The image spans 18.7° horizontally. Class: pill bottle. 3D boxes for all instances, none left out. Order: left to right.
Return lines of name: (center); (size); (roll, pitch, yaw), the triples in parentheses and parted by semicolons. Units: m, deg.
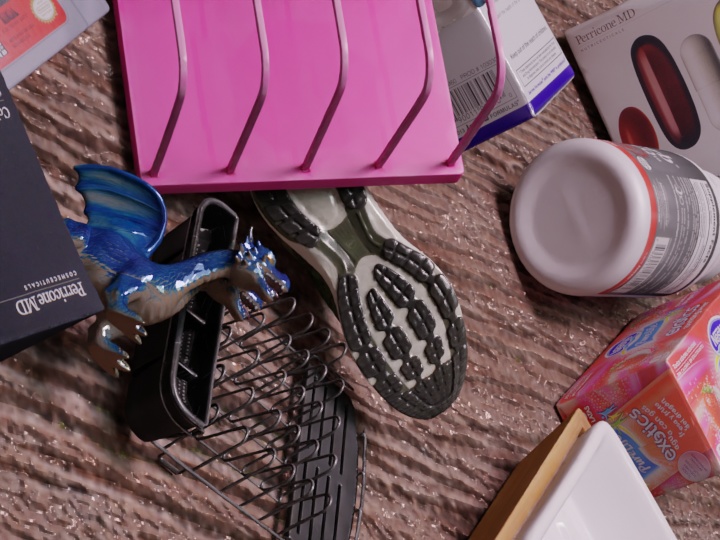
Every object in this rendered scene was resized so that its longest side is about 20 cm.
pill bottle: (0.207, -0.037, 1.667); (0.199, 0.115, 0.117); (3, 67, -57)

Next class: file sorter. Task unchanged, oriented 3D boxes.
file sorter: (-0.030, -0.137, 1.262); (0.198, 0.126, 0.140); (-3, 68, -17)

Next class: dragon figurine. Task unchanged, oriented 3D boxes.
dragon figurine: (-0.137, -0.013, 1.139); (0.199, 0.059, 0.100); (29, 46, 0)

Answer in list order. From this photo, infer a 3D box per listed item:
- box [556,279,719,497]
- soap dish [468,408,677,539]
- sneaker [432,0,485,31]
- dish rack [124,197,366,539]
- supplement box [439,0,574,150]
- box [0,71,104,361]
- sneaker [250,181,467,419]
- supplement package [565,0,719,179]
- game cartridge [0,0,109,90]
box: (0.239, 0.089, 1.642); (0.095, 0.102, 0.200); (62, 32, -5)
soap dish: (0.137, 0.205, 1.420); (0.158, 0.081, 0.200); (60, 31, -10)
sneaker: (0.006, -0.239, 1.447); (0.200, 0.086, 0.075); (52, 24, -4)
dish rack: (-0.052, 0.074, 1.245); (0.200, 0.054, 0.154); (43, 38, -34)
supplement box: (0.052, -0.191, 1.547); (0.201, 0.101, 0.103); (61, 30, -9)
box: (-0.240, -0.028, 0.975); (0.200, 0.104, 0.183); (-19, 84, -59)
sneaker: (0.000, 0.000, 1.350); (0.201, 0.077, 0.089); (59, -7, -1)
supplement package: (0.312, -0.154, 1.823); (0.147, 0.190, 0.201); (-23, 88, -60)
game cartridge: (-0.218, -0.157, 1.164); (0.133, 0.041, 0.200); (52, 31, -10)
